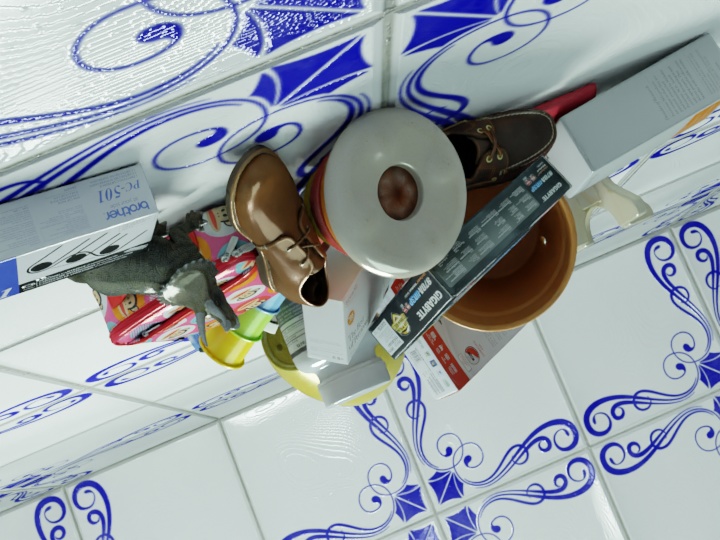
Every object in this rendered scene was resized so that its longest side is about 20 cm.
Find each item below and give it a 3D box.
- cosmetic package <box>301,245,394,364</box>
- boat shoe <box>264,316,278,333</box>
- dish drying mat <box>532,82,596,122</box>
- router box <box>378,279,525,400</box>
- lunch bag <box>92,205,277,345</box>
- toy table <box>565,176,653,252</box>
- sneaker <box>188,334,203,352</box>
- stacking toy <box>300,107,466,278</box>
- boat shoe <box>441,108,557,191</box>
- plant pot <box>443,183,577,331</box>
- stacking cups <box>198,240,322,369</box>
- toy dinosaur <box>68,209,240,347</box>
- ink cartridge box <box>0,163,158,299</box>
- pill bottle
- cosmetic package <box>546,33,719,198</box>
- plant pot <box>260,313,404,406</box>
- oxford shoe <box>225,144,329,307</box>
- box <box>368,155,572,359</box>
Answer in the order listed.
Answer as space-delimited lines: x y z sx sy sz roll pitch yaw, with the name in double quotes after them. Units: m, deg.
0.000 0.000 1.110 0.050 0.083 0.201 8 -141 20 "cosmetic package"
-0.143 0.023 1.265 0.061 0.071 0.202 -62 156 -4 "boat shoe"
0.158 -0.151 1.152 0.197 0.018 0.077 -22 172 -6 "dish drying mat"
0.105 0.033 1.374 0.179 0.201 0.049 -37 -177 -41 "router box"
-0.163 0.003 1.058 0.199 0.083 0.175 -30 165 25 "lunch bag"
0.331 -0.102 1.549 0.198 0.119 0.184 -22 171 -16 "toy table"
-0.177 0.076 1.389 0.078 0.090 0.200 -25 173 18 "sneaker"
-0.009 -0.066 0.994 0.145 0.148 0.199 -17 -172 -30 "stacking toy"
0.110 -0.114 1.071 0.197 0.071 0.070 -22 175 -6 "boat shoe"
0.156 -0.041 1.286 0.198 0.202 0.140 -24 -173 9 "plant pot"
-0.103 0.013 1.153 0.201 0.060 0.060 -56 158 20 "stacking cups"
-0.186 -0.006 0.914 0.197 0.078 0.102 11 -160 13 "toy dinosaur"
-0.255 -0.017 0.804 0.198 0.045 0.094 -20 169 -21 "ink cartridge box"
-0.040 0.049 1.219 0.109 0.202 0.111 -22 172 -3 "pill bottle"
0.303 -0.168 1.168 0.198 0.072 0.102 -30 172 -9 "cosmetic package"
-0.056 0.084 1.449 0.198 0.203 0.141 -27 162 28 "plant pot"
-0.062 -0.035 0.937 0.071 0.071 0.201 -48 151 -17 "oxford shoe"
0.107 -0.012 1.070 0.200 0.046 0.159 -41 173 -32 "box"
